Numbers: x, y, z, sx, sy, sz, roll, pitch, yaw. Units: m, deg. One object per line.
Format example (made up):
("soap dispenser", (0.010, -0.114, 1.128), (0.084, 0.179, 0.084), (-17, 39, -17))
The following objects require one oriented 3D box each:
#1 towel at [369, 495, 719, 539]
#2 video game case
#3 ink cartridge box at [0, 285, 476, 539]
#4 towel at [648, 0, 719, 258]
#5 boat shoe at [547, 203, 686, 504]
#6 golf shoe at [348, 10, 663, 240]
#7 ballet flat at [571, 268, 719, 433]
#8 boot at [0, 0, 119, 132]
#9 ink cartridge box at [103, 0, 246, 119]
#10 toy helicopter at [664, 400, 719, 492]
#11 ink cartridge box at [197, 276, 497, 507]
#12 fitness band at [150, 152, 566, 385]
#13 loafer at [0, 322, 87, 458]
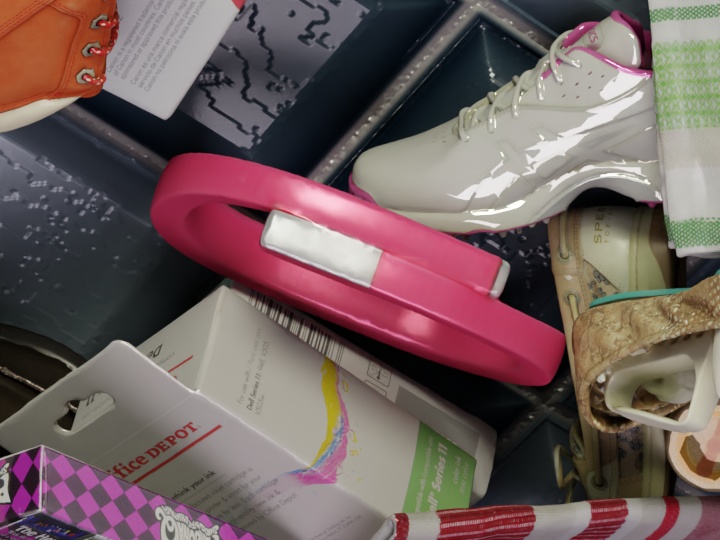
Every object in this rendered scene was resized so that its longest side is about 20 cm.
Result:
("towel", (0.074, 0.150, 1.338), (0.199, 0.023, 0.144), (0, 144, -30))
("video game case", (-0.144, 0.142, 1.308), (0.181, 0.036, 0.200), (-19, 150, 32))
("ink cartridge box", (-0.058, 0.083, 1.347), (0.200, 0.068, 0.117), (36, 135, -23))
("towel", (0.188, -0.106, 1.189), (0.148, 0.031, 0.201), (-1, 100, 28))
("boat shoe", (0.121, 0.056, 1.377), (0.062, 0.073, 0.201), (4, 118, 11))
("golf shoe", (0.089, -0.070, 1.282), (0.199, 0.075, 0.092), (-10, 118, 4))
("ballet flat", (0.158, 0.035, 1.230), (0.070, 0.066, 0.200), (17, 161, -24))
("boot", (-0.115, -0.123, 1.154), (0.199, 0.075, 0.107), (-23, 126, 31))
("ink cartridge box", (-0.130, -0.177, 1.206), (0.199, 0.083, 0.146), (27, 127, -14))
("toy helicopter", (0.220, 0.028, 1.316), (0.200, 0.079, 0.133), (-34, 101, 8))
("ink cartridge box", (-0.052, 0.101, 1.451), (0.161, 0.050, 0.200), (31, 138, -18))
("fitness band", (0.000, 0.000, 1.310), (0.199, 0.038, 0.144), (23, 171, -6))
("loafer", (-0.204, 0.061, 1.393), (0.199, 0.071, 0.073), (25, 129, -1))
